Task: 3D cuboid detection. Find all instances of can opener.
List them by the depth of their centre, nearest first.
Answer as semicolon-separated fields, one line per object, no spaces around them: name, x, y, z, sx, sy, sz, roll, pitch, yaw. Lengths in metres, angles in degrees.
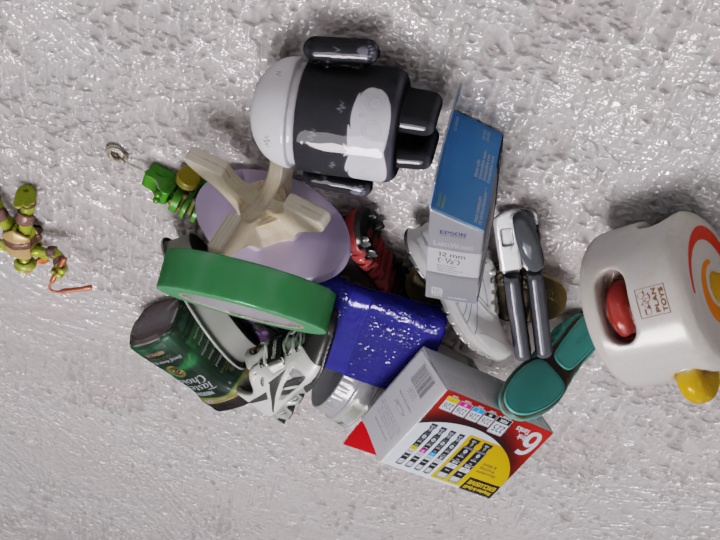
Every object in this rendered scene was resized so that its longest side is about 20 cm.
can opener;0.197;0.022;1.445;0.053;0.067;0.200;-8;110;7

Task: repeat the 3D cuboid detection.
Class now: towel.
towel;-0.001;0.074;1.516;0.200;0.050;0.148;19;130;-2

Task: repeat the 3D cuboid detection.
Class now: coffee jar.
coffee jar;-0.237;0.129;1.782;0.104;0.085;0.200;-18;134;37

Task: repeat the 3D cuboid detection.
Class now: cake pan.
cake pan;-0.189;0.035;1.566;0.037;0.200;0.200;-31;132;4

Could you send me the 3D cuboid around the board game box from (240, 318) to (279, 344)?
board game box;-0.119;0.031;1.578;0.032;0.120;0.200;-11;138;23

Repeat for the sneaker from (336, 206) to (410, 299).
sneaker;0.000;0.000;1.534;0.098;0.071;0.200;-4;138;25

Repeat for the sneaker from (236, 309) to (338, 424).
sneaker;-0.095;0.111;1.487;0.088;0.074;0.200;26;128;-10

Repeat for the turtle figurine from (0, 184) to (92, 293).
turtle figurine;-0.456;-0.046;1.643;0.200;0.064;0.161;17;138;13

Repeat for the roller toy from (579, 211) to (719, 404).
roller toy;0.344;0.033;1.353;0.140;0.200;0.182;-17;128;35

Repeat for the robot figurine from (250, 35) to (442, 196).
robot figurine;-0.016;-0.161;1.280;0.200;0.150;0.125;8;177;8

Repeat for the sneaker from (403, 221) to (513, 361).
sneaker;0.133;0.021;1.456;0.087;0.075;0.200;-31;101;10

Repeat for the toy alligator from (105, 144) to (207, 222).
toy alligator;-0.230;-0.095;1.501;0.200;0.054;0.059;22;144;-10

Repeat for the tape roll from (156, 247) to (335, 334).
tape roll;-0.129;0.025;1.375;0.200;0.048;0.200;14;171;2

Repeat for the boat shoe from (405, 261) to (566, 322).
boat shoe;0.159;0.020;1.521;0.201;0.063;0.073;4;108;7

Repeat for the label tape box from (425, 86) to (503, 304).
label tape box;0.116;-0.079;1.322;0.066;0.143;0.200;11;144;7

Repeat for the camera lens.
camera lens;0.053;0.161;1.656;0.200;0.160;0.160;26;143;-15

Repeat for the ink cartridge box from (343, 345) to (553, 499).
ink cartridge box;0.109;0.211;1.528;0.200;0.084;0.176;24;115;-36

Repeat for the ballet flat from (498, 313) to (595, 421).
ballet flat;0.234;0.131;1.532;0.067;0.200;0.070;48;149;3

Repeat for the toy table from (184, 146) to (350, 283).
toy table;-0.109;-0.073;1.401;0.200;0.184;0.117;15;159;12
